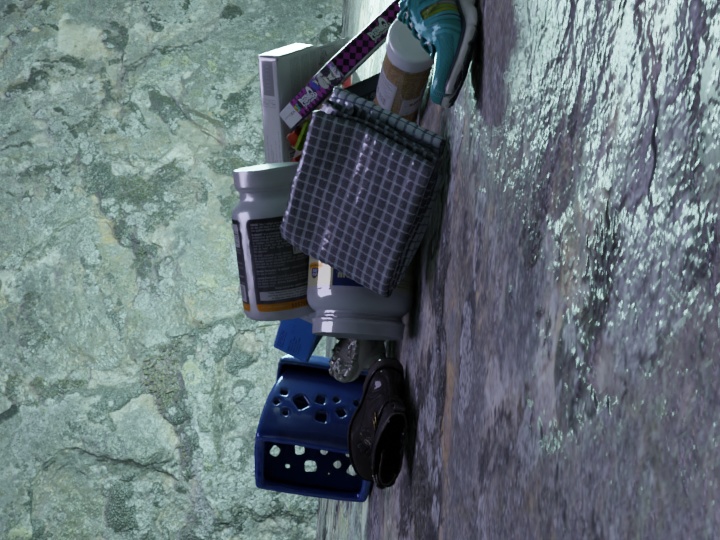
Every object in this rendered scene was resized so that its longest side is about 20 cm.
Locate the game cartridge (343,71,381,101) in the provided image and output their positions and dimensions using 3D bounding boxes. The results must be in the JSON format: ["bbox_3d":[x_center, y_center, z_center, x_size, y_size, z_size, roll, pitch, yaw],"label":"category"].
[{"bbox_3d":[0.014,-0.194,1.508,0.040,0.132,0.203,34,-134,-43],"label":"game cartridge"}]

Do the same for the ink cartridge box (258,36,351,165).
[{"bbox_3d":[-0.081,-0.251,1.614,0.175,0.044,0.204,-30,-54,-47],"label":"ink cartridge box"}]

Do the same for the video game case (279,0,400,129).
[{"bbox_3d":[-0.015,-0.307,1.506,0.200,0.036,0.181,-49,9,-30],"label":"video game case"}]

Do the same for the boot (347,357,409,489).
[{"bbox_3d":[0.024,0.226,1.342,0.175,0.068,0.204,-95,12,-66],"label":"boot"}]

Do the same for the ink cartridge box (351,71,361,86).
[{"bbox_3d":[0.000,-0.201,1.680,0.200,0.049,0.164,54,-148,-52],"label":"ink cartridge box"}]

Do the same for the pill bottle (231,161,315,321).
[{"bbox_3d":[-0.115,-0.041,1.411,0.116,0.114,0.204,-112,16,-80],"label":"pill bottle"}]

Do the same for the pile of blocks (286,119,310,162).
[{"bbox_3d":[-0.067,-0.166,1.488,0.083,0.061,0.201,-55,33,26],"label":"pile of blocks"}]

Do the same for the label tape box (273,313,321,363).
[{"bbox_3d":[-0.058,0.023,1.593,0.201,0.062,0.146,-58,-11,-56],"label":"label tape box"}]

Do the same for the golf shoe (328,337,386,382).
[{"bbox_3d":[0.007,0.120,1.571,0.079,0.097,0.201,-49,13,20],"label":"golf shoe"}]

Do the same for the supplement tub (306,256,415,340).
[{"bbox_3d":[0.002,-0.015,1.358,0.145,0.142,0.204,128,145,-82],"label":"supplement tub"}]

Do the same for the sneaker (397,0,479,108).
[{"bbox_3d":[0.076,-0.250,1.046,0.078,0.078,0.203,103,169,-61],"label":"sneaker"}]

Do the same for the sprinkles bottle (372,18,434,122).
[{"bbox_3d":[0.057,-0.254,1.350,0.200,0.067,0.070,108,166,-72],"label":"sprinkles bottle"}]

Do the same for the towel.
[{"bbox_3d":[0.000,-0.088,1.208,0.085,0.164,0.203,-40,-27,-52],"label":"towel"}]

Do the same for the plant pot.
[{"bbox_3d":[-0.067,0.256,1.728,0.201,0.196,0.182,100,179,-54],"label":"plant pot"}]
